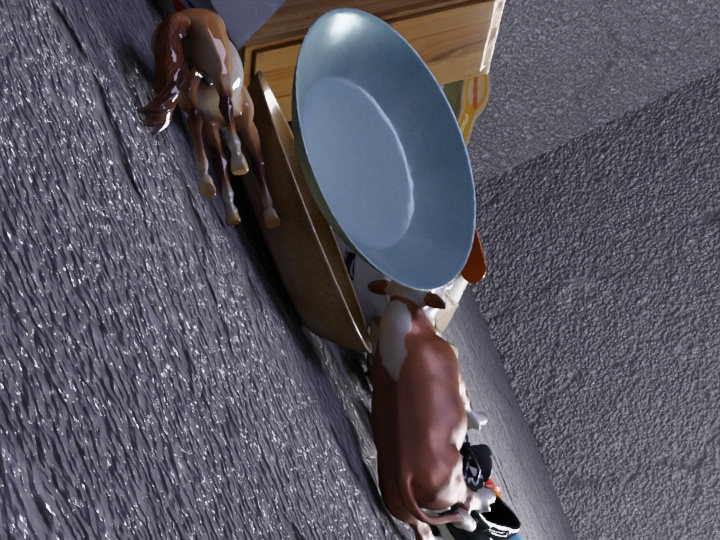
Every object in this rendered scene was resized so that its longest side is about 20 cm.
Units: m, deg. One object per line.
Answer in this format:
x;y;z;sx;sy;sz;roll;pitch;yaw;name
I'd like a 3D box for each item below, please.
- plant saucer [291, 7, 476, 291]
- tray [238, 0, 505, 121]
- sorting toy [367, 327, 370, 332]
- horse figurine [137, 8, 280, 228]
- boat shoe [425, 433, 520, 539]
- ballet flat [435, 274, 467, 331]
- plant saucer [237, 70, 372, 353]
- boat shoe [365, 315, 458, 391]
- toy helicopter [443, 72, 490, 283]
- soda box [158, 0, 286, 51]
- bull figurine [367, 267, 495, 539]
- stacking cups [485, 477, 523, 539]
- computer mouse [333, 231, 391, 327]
0.007;-0.078;1.225;0.201;0.039;0.202;32;48;-44;plant saucer
0.004;-0.163;1.304;0.099;0.199;0.037;99;-29;-57;tray
0.015;0.006;1.649;0.185;0.036;0.201;57;10;-58;sorting toy
-0.089;-0.099;1.041;0.200;0.050;0.133;56;18;-77;horse figurine
0.073;0.157;1.363;0.075;0.066;0.200;-107;170;-49;boat shoe
0.062;-0.011;1.648;0.200;0.072;0.068;59;5;-48;ballet flat
-0.045;-0.033;1.192;0.200;0.035;0.201;-22;90;-87;plant saucer
0.033;0.081;1.395;0.200;0.071;0.065;48;51;-77;boat shoe
0.069;-0.072;1.467;0.132;0.078;0.201;28;78;-52;toy helicopter
-0.057;-0.241;1.229;0.063;0.200;0.068;15;-34;43;soda box
0.046;0.094;1.232;0.122;0.065;0.201;53;33;-44;bull figurine
0.115;0.243;1.504;0.201;0.060;0.061;63;3;32;stacking cups
0.000;0.000;1.372;0.109;0.044;0.200;22;-21;25;computer mouse
